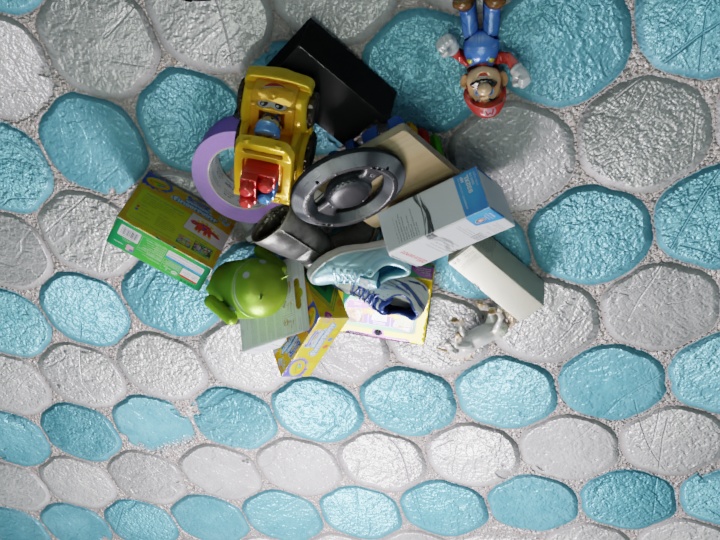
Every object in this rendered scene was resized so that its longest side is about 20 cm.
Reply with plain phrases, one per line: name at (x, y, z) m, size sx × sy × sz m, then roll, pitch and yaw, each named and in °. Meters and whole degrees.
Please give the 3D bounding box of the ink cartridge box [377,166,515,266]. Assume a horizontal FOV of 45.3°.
ink cartridge box at (0.151, -0.090, 1.527) m, size 0.199 × 0.084 × 0.145 m, roll -24°, pitch 161°, yaw 22°

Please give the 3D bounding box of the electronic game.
electronic game at (-0.020, -0.137, 1.439) m, size 0.199 × 0.042 × 0.200 m, roll -15°, pitch 152°, yaw -8°

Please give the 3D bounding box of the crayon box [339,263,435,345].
crayon box at (0.044, 0.057, 1.766) m, size 0.199 × 0.058 × 0.173 m, roll 9°, pitch 126°, yaw 6°

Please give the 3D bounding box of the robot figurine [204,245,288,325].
robot figurine at (-0.219, 0.036, 1.681) m, size 0.199 × 0.175 × 0.116 m, roll -4°, pitch 125°, yaw 52°

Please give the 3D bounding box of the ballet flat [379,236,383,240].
ballet flat at (0.110, -0.058, 1.657) m, size 0.199 × 0.063 × 0.069 m, roll -24°, pitch 122°, yaw 29°

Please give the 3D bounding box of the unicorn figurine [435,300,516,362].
unicorn figurine at (0.232, 0.131, 1.764) m, size 0.199 × 0.074 × 0.138 m, roll -18°, pitch 142°, yaw 15°

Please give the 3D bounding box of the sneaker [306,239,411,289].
sneaker at (0.000, 0.000, 1.602) m, size 0.199 × 0.082 × 0.074 m, roll -17°, pitch 140°, yaw 2°

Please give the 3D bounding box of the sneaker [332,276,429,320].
sneaker at (0.033, 0.040, 1.666) m, size 0.199 × 0.088 × 0.076 m, roll 12°, pitch 125°, yaw 6°

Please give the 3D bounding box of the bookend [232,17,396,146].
bookend at (-0.079, -0.290, 1.497) m, size 0.200 × 0.092 × 0.198 m, roll 36°, pitch 132°, yaw -21°

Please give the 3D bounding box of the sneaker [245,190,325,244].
sneaker at (-0.133, -0.087, 1.680) m, size 0.199 × 0.079 × 0.080 m, roll -27°, pitch 112°, yaw 28°

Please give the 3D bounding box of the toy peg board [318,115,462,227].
toy peg board at (0.043, -0.191, 1.506) m, size 0.199 × 0.098 × 0.199 m, roll -26°, pitch 145°, yaw 27°

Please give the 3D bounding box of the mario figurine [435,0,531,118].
mario figurine at (0.198, -0.338, 1.382) m, size 0.123 × 0.106 × 0.201 m, roll 21°, pitch 131°, yaw 43°

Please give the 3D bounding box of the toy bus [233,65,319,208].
toy bus at (-0.152, -0.200, 1.401) m, size 0.135 × 0.193 × 0.201 m, roll 13°, pitch 137°, yaw 3°

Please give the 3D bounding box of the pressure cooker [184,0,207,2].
pressure cooker at (-0.248, -0.501, 1.305) m, size 0.177 × 0.200 × 0.177 m, roll -1°, pitch 96°, yaw 2°

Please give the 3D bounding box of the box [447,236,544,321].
box at (0.263, 0.003, 1.660) m, size 0.200 × 0.082 × 0.068 m, roll 39°, pitch 125°, yaw -17°

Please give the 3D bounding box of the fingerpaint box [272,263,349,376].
fingerpaint box at (-0.116, 0.092, 1.758) m, size 0.073 × 0.167 × 0.200 m, roll 3°, pitch 137°, yaw -33°

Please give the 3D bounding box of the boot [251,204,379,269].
boot at (-0.080, -0.073, 1.608) m, size 0.182 × 0.073 × 0.200 m, roll -43°, pitch 131°, yaw 6°

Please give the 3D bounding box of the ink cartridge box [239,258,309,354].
ink cartridge box at (-0.168, 0.070, 1.749) m, size 0.199 × 0.164 × 0.057 m, roll -18°, pitch 160°, yaw 33°

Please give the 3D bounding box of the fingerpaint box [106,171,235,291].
fingerpaint box at (-0.363, -0.077, 1.674) m, size 0.199 × 0.167 × 0.073 m, roll 29°, pitch 127°, yaw -12°

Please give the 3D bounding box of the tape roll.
tape roll at (-0.213, -0.189, 1.627) m, size 0.199 × 0.066 × 0.201 m, roll 7°, pitch 130°, yaw 8°
